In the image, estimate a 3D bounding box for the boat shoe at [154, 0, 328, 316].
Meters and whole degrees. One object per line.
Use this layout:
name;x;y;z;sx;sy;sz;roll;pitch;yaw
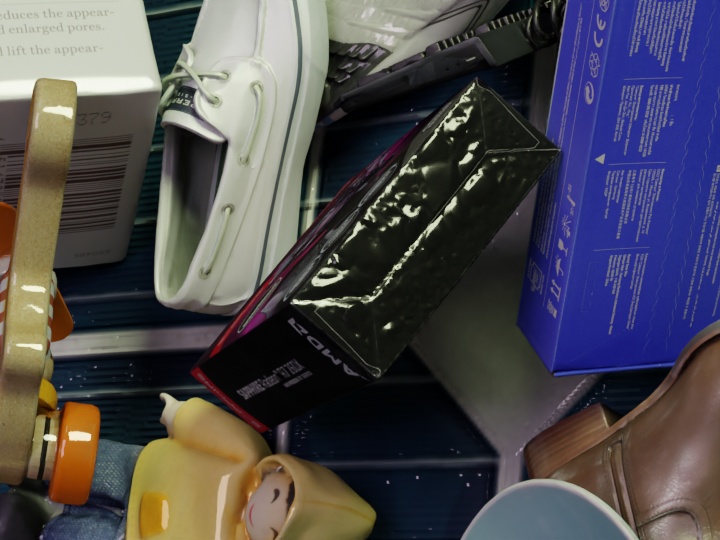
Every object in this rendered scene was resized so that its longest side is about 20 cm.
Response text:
boat shoe;-0.063;-0.075;1.003;0.073;0.067;0.201;6;96;50

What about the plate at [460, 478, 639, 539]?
plate;0.085;0.183;0.833;0.200;0.026;0.201;1;91;63

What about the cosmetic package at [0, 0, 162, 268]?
cosmetic package;-0.204;-0.122;1.058;0.165;0.165;0.200;-5;60;-17

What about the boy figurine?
boy figurine;-0.085;0.120;0.990;0.200;0.064;0.125;1;71;37

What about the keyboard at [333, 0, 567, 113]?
keyboard;0.063;-0.111;0.904;0.104;0.200;0.040;-16;97;24

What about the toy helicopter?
toy helicopter;-0.153;0.003;0.974;0.132;0.079;0.200;-104;24;-65

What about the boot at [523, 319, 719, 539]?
boot;0.159;0.127;0.824;0.186;0.064;0.200;-36;52;33

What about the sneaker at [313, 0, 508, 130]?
sneaker;0.018;-0.124;1.020;0.200;0.072;0.072;-32;69;36

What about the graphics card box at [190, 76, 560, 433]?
graphics card box;0.000;0.000;0.891;0.126;0.051;0.200;-50;6;-17

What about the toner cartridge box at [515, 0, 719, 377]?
toner cartridge box;0.125;-0.055;0.832;0.043;0.095;0.200;-123;34;-54
